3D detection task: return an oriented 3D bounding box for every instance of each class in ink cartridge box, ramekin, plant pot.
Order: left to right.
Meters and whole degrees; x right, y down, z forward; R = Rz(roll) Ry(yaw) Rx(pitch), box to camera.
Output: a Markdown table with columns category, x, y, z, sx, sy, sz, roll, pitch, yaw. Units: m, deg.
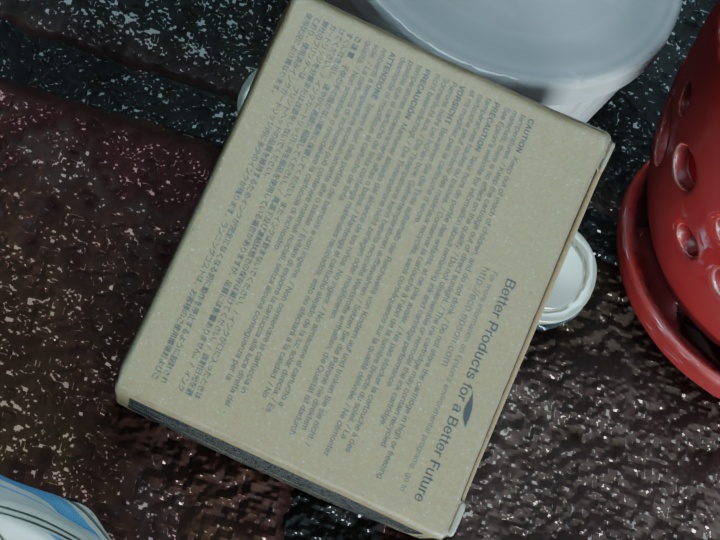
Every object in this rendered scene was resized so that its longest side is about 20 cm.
| category | x | y | z | sx | sy | sz | roll | pitch | yaw |
| --- | --- | --- | --- | --- | --- | --- | --- | --- | --- |
| ink cartridge box | 0.000 | 0.000 | 0.877 | 0.164 | 0.075 | 0.201 | 25 | 78 | -4 |
| ramekin | 0.066 | -0.151 | 1.034 | 0.200 | 0.094 | 0.204 | 9 | 56 | -14 |
| plant pot | 0.233 | -0.038 | 0.967 | 0.198 | 0.183 | 0.202 | 10 | 56 | -15 |

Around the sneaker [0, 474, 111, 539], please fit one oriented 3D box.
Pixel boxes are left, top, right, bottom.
| category | x | y | z | sx | sy | sz | roll | pitch | yaw |
| --- | --- | --- | --- | --- | --- | --- | --- | --- | --- |
| sneaker | -0.110 | 0.138 | 0.794 | 0.199 | 0.072 | 0.073 | 37 | 44 | 1 |

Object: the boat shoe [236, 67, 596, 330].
| category | x | y | z | sx | sy | sz | roll | pitch | yaw |
| --- | --- | --- | --- | --- | --- | --- | --- | --- | --- |
| boat shoe | 0.026 | -0.035 | 0.956 | 0.199 | 0.062 | 0.075 | 27 | 77 | -2 |
